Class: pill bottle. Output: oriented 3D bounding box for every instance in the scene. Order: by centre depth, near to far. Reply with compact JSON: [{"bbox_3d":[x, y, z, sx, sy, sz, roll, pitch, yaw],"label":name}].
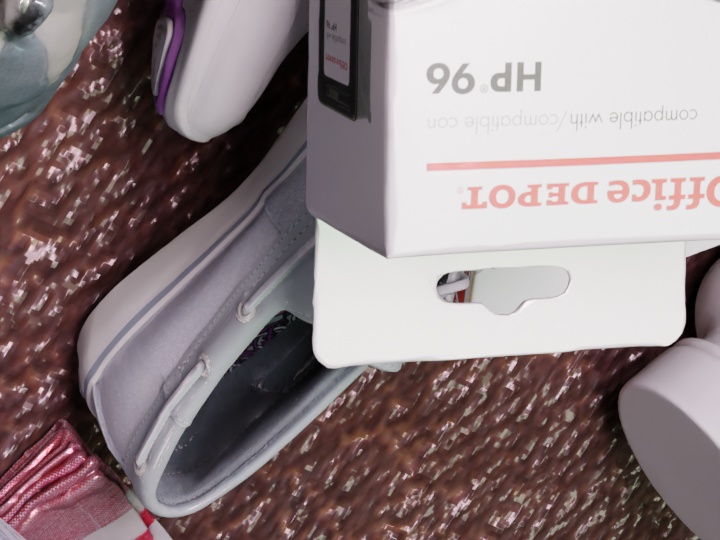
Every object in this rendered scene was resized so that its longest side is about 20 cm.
[{"bbox_3d":[0.193,0.016,1.003,0.200,0.111,0.111,-37,138,-17],"label":"pill bottle"}]

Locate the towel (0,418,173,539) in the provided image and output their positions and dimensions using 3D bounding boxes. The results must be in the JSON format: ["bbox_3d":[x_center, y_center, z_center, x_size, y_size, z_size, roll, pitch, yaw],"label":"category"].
[{"bbox_3d":[-0.100,0.151,0.895,0.144,0.023,0.200,-44,140,-8],"label":"towel"}]

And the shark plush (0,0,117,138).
[{"bbox_3d":[-0.072,-0.087,0.662,0.083,0.091,0.200,-12,151,-46],"label":"shark plush"}]

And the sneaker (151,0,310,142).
[{"bbox_3d":[0.017,-0.112,0.744,0.099,0.075,0.201,31,98,-15],"label":"sneaker"}]

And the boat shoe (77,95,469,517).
[{"bbox_3d":[-0.001,0.000,0.784,0.201,0.072,0.070,-42,145,27],"label":"boat shoe"}]

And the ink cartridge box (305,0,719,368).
[{"bbox_3d":[0.050,-0.069,0.697,0.115,0.068,0.201,-3,103,-18],"label":"ink cartridge box"}]

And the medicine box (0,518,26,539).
[{"bbox_3d":[-0.096,0.141,0.737,0.103,0.182,0.200,-48,127,-5],"label":"medicine box"}]

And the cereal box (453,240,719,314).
[{"bbox_3d":[0.091,-0.087,0.884,0.143,0.039,0.201,-19,130,-31],"label":"cereal box"}]
